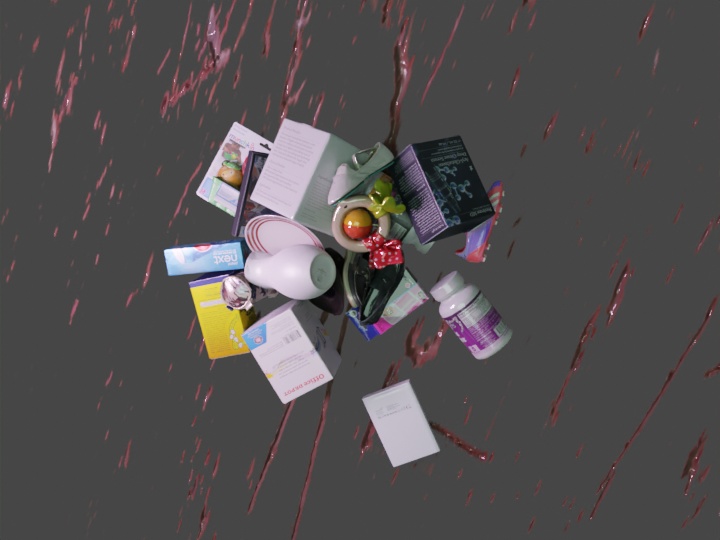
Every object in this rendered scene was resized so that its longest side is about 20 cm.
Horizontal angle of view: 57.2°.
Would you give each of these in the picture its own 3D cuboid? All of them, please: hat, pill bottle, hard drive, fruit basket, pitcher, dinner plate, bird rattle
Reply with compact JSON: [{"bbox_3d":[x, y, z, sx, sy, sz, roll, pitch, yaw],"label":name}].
[{"bbox_3d":[-0.077,0.005,1.596,0.200,0.081,0.201,33,139,34],"label":"hat"},{"bbox_3d":[0.257,0.102,1.560,0.112,0.112,0.200,-38,94,14],"label":"pill bottle"},{"bbox_3d":[0.105,0.391,1.688,0.132,0.027,0.200,-23,97,12],"label":"hard drive"},{"bbox_3d":[-0.271,-0.223,1.575,0.185,0.094,0.200,31,101,1],"label":"fruit basket"},{"bbox_3d":[-0.136,0.011,1.482,0.200,0.171,0.121,-1,71,43],"label":"pitcher"},{"bbox_3d":[0.093,-0.131,1.530,0.200,0.116,0.116,33,104,0],"label":"pill bottle"},{"bbox_3d":[-0.169,-0.060,1.508,0.200,0.024,0.200,14,144,10],"label":"dinner plate"},{"bbox_3d":[0.018,-0.097,1.441,0.163,0.113,0.200,4,120,-2],"label":"bird rattle"}]

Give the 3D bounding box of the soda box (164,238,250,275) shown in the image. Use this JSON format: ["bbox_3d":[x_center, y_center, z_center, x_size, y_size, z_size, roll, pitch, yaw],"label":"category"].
[{"bbox_3d":[-0.380,-0.034,1.645,0.200,0.064,0.068,-6,101,8],"label":"soda box"}]

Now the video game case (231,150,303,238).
[{"bbox_3d":[-0.199,-0.169,1.550,0.181,0.025,0.200,4,108,-39],"label":"video game case"}]

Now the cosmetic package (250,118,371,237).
[{"bbox_3d":[-0.104,-0.203,1.471,0.167,0.166,0.200,29,96,42],"label":"cosmetic package"}]

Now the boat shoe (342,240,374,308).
[{"bbox_3d":[0.000,0.000,1.538,0.065,0.200,0.072,-14,131,14],"label":"boat shoe"}]

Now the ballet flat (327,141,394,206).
[{"bbox_3d":[-0.010,-0.210,1.397,0.200,0.069,0.069,-40,96,-29],"label":"ballet flat"}]

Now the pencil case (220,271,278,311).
[{"bbox_3d":[-0.258,0.044,1.580,0.078,0.200,0.090,-33,87,17],"label":"pencil case"}]

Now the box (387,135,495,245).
[{"bbox_3d":[0.177,-0.178,1.453,0.107,0.148,0.200,-35,76,55],"label":"box"}]

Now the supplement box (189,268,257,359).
[{"bbox_3d":[-0.333,0.103,1.645,0.109,0.109,0.200,-11,101,11],"label":"supplement box"}]

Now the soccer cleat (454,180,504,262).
[{"bbox_3d":[0.280,-0.115,1.536,0.076,0.067,0.200,16,107,9],"label":"soccer cleat"}]

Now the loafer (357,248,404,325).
[{"bbox_3d":[0.049,0.038,1.564,0.068,0.070,0.201,25,96,16],"label":"loafer"}]

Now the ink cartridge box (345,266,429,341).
[{"bbox_3d":[0.064,0.087,1.625,0.200,0.037,0.095,-38,94,16],"label":"ink cartridge box"}]

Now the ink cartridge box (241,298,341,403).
[{"bbox_3d":[-0.162,0.190,1.621,0.147,0.145,0.200,-28,97,13],"label":"ink cartridge box"}]
